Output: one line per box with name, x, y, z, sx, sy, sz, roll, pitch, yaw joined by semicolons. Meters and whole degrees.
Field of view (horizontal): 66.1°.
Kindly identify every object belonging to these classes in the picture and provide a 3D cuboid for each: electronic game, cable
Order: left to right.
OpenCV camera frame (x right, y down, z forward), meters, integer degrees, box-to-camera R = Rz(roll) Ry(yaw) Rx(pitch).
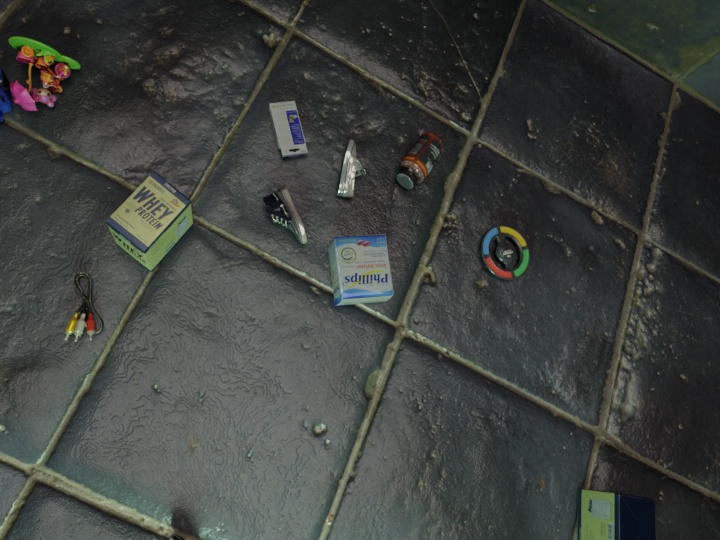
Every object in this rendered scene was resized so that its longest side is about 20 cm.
cable;-0.774;0.102;1.563;0.094;0.050;0.206;3;75;-16
electronic game;0.519;-0.064;1.984;0.194;0.042;0.206;5;73;-15

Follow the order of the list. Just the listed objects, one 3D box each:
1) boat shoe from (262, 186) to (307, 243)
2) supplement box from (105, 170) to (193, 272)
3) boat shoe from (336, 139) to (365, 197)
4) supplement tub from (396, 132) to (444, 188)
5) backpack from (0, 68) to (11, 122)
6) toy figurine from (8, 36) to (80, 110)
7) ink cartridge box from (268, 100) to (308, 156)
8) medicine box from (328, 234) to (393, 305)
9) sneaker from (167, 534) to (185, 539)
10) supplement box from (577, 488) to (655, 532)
boat shoe;-0.247;-0.165;1.786;0.091;0.075;0.204;-22;74;-13
supplement box;-0.600;-0.137;1.601;0.133;0.200;0.202;36;68;-2
boat shoe;-0.023;-0.345;1.893;0.084;0.075;0.208;13;74;-11
supplement tub;0.207;-0.384;1.952;0.106;0.107;0.201;38;68;-2
backpack;-1.096;-0.524;1.572;0.158;0.200;0.172;-14;78;-19
toy figurine;-0.974;-0.573;1.681;0.196;0.148;0.190;13;84;-37
ink cartridge box;-0.247;-0.480;1.889;0.092;0.037;0.205;-11;75;-19
medicine box;0.000;0.000;1.786;0.177;0.103;0.206;-4;75;-17
sneaker;-0.461;0.793;1.443;0.082;0.081;0.203;-27;84;-15
supplement box;0.791;0.801;1.720;0.131;0.200;0.206;13;71;-11
